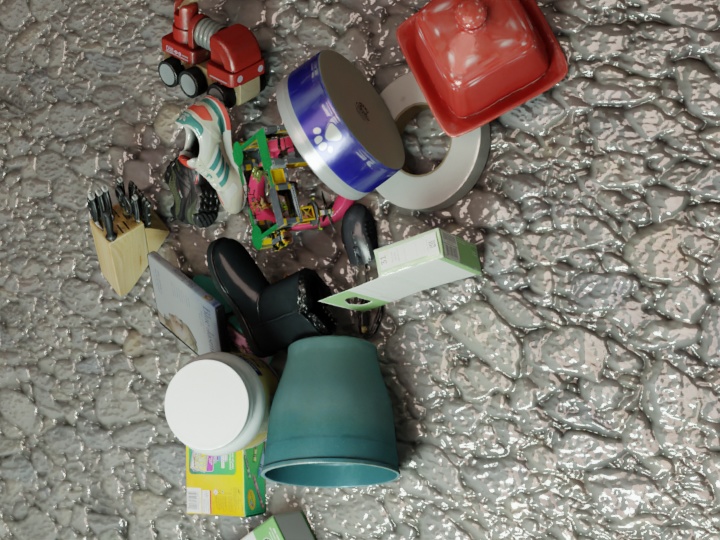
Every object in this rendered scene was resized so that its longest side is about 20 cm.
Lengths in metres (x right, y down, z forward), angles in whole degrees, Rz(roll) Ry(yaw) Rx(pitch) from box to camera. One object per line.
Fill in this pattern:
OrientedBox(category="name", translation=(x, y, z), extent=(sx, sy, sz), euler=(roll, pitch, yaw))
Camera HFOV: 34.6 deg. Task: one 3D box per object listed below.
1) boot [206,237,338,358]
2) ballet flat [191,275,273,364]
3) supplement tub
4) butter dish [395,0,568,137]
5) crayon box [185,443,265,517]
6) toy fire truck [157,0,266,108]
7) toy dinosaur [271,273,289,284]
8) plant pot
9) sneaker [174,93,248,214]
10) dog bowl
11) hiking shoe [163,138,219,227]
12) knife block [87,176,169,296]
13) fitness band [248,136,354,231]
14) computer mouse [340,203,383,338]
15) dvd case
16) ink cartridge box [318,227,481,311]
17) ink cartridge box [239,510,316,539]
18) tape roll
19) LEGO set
OrientedBox(category="boot", translation=(-0.126, 0.022, 1.707), extent=(0.167, 0.076, 0.203), euler=(-24, 92, 43))
OrientedBox(category="ballet flat", translation=(-0.211, 0.088, 1.841), extent=(0.199, 0.069, 0.072), euler=(37, 125, 27))
OrientedBox(category="supplement tub", translation=(-0.197, 0.192, 1.682), extent=(0.143, 0.200, 0.148), euler=(-1, 85, 8))
OrientedBox(category="butter dish", translation=(0.157, -0.319, 1.568), extent=(0.198, 0.148, 0.202), euler=(-27, 73, 5))
OrientedBox(category="crayon box", translation=(-0.214, 0.283, 1.828), extent=(0.117, 0.058, 0.204), euler=(-4, 85, 31))
OrientedBox(category="toy fire truck", translation=(-0.225, -0.381, 1.818), extent=(0.175, 0.128, 0.202), euler=(29, 134, 30))
OrientedBox(category="toy dinosaur", translation=(-0.091, 0.070, 1.780), extent=(0.201, 0.060, 0.106), euler=(53, 125, 17))
OrientedBox(category="plant pot", translation=(-0.042, 0.200, 1.659), extent=(0.197, 0.199, 0.191), euler=(-12, 68, 30))
OrientedBox(category="sneaker", translation=(-0.240, -0.169, 1.809), extent=(0.070, 0.093, 0.202), euler=(25, 136, 42))
OrientedBox(category="dog bowl", translation=(-0.025, -0.204, 1.619), extent=(0.078, 0.199, 0.202), euler=(-31, 72, 23))
OrientedBox(category="hiking shoe", translation=(-0.282, -0.174, 1.888), extent=(0.099, 0.075, 0.204), euler=(5, 91, 28))
OrientedBox(category="knife block", translation=(-0.407, -0.056, 1.899), extent=(0.064, 0.175, 0.201), euler=(46, 110, 25))
OrientedBox(category="fitness band", translation=(-0.091, -0.136, 1.795), extent=(0.197, 0.037, 0.146), euler=(-6, 86, 32))
OrientedBox(category="computer mouse", translation=(0.000, 0.000, 1.730), extent=(0.058, 0.034, 0.204), euler=(-11, 82, 29))
OrientedBox(category="dvd case", translation=(-0.271, 0.071, 1.837), extent=(0.199, 0.017, 0.144), euler=(33, 139, 39))
OrientedBox(category="ink cartridge box", translation=(0.054, 0.003, 1.622), extent=(0.197, 0.145, 0.049), euler=(-17, 74, 24))
OrientedBox(category="ink cartridge box", translation=(-0.147, 0.482, 1.760), extent=(0.199, 0.084, 0.146), euler=(-39, 68, 23))
OrientedBox(category="tape roll", translation=(0.093, -0.189, 1.683), extent=(0.200, 0.037, 0.207), euler=(-3, 85, 32))
OrientedBox(category="LEGO set", translation=(-0.103, -0.131, 1.741), extent=(0.154, 0.114, 0.203), euler=(-41, 63, 55))
